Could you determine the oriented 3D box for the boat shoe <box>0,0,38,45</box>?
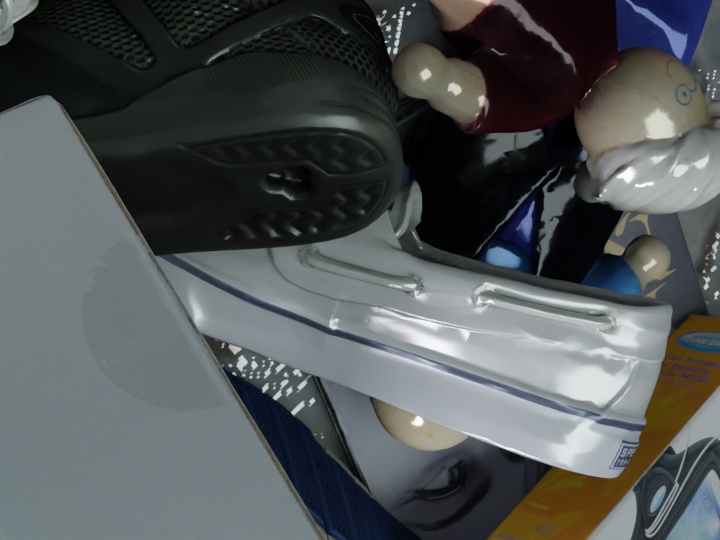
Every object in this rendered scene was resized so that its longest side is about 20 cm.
[{"bbox_3d":[-0.121,-0.083,0.713,0.199,0.071,0.070,-3,82,-2],"label":"boat shoe"}]

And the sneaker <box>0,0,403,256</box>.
[{"bbox_3d":[-0.088,-0.060,0.779,0.199,0.114,0.076,-6,136,4],"label":"sneaker"}]

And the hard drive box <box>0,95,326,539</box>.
[{"bbox_3d":[-0.091,0.071,0.716,0.077,0.156,0.200,-25,162,-24],"label":"hard drive box"}]

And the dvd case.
[{"bbox_3d":[0.055,0.022,0.918,0.149,0.016,0.200,-31,121,-16],"label":"dvd case"}]

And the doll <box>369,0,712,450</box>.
[{"bbox_3d":[0.051,-0.036,0.855,0.136,0.048,0.200,21,94,-19],"label":"doll"}]

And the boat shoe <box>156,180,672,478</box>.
[{"bbox_3d":[0.000,0.000,0.807,0.200,0.074,0.066,21,97,2],"label":"boat shoe"}]

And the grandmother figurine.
[{"bbox_3d":[0.040,-0.087,0.775,0.200,0.061,0.121,42,52,-17],"label":"grandmother figurine"}]

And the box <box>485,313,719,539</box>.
[{"bbox_3d":[0.106,0.106,0.912,0.200,0.041,0.119,-44,129,-42],"label":"box"}]

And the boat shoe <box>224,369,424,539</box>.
[{"bbox_3d":[-0.021,0.109,0.876,0.072,0.072,0.200,-40,116,14],"label":"boat shoe"}]
